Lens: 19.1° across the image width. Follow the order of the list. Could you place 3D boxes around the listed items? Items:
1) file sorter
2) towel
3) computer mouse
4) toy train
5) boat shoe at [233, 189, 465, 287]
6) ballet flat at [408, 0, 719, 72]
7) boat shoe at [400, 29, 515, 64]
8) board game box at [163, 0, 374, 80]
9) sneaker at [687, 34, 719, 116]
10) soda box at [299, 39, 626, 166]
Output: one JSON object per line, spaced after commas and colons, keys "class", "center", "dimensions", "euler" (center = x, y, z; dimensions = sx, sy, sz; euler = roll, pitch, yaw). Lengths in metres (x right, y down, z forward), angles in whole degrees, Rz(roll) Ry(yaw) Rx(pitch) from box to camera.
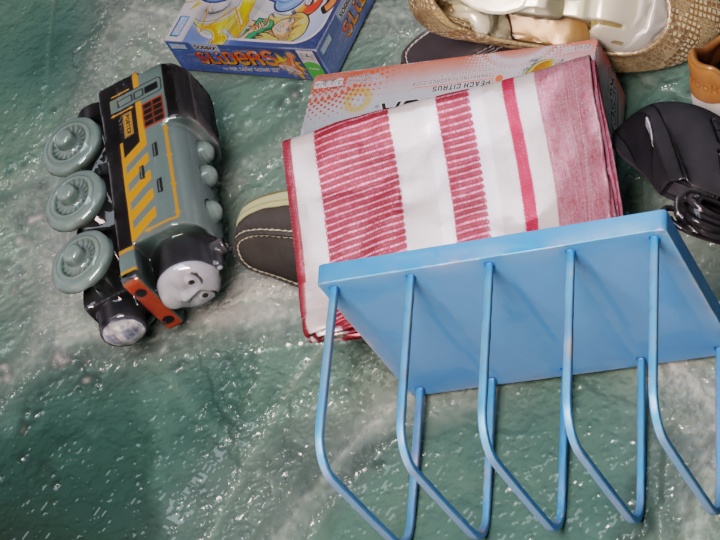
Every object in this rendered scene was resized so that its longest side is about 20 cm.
{"class": "file sorter", "center": [0.090, 0.067, 1.160], "dimensions": [0.198, 0.139, 0.124], "euler": [-9, 58, 23]}
{"class": "towel", "center": [0.053, -0.042, 1.259], "dimensions": [0.198, 0.023, 0.145], "euler": [-14, 62, 12]}
{"class": "computer mouse", "center": [0.223, -0.049, 1.207], "dimensions": [0.200, 0.139, 0.046], "euler": [-102, 33, -71]}
{"class": "toy train", "center": [-0.143, -0.045, 1.404], "dimensions": [0.113, 0.085, 0.201], "euler": [-26, 47, 16]}
{"class": "boat shoe", "center": [0.001, 0.001, 1.306], "dimensions": [0.199, 0.072, 0.066], "euler": [9, 55, 28]}
{"class": "ballet flat", "center": [0.127, -0.160, 1.322], "dimensions": [0.198, 0.065, 0.071], "euler": [3, 93, 3]}
{"class": "boat shoe", "center": [0.110, -0.178, 1.389], "dimensions": [0.199, 0.065, 0.072], "euler": [-24, 47, 10]}
{"class": "board game box", "center": [-0.040, -0.227, 1.530], "dimensions": [0.134, 0.035, 0.201], "euler": [7, 59, 33]}
{"class": "sneaker", "center": [0.282, -0.152, 1.264], "dimensions": [0.199, 0.085, 0.073], "euler": [-35, 45, -2]}
{"class": "soda box", "center": [0.064, -0.089, 1.347], "dimensions": [0.198, 0.064, 0.069], "euler": [-5, 53, 26]}
